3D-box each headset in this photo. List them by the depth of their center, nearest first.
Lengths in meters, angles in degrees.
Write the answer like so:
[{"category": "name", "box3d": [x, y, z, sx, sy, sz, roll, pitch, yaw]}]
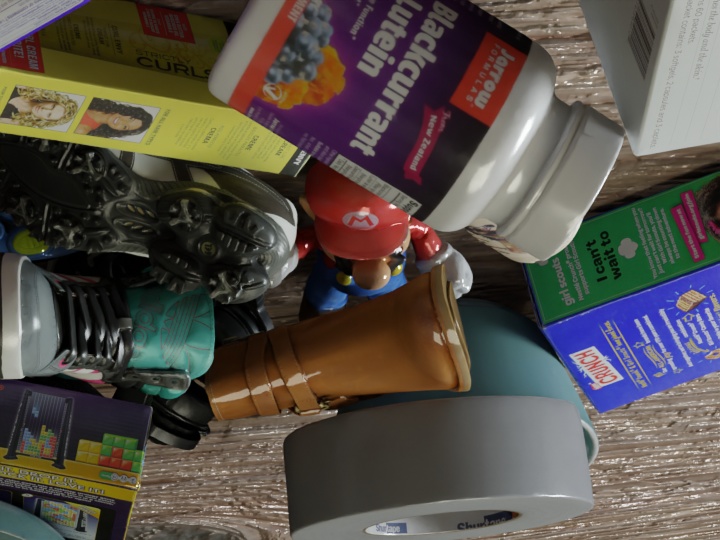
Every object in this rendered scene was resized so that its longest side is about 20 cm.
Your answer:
[{"category": "headset", "box3d": [-0.124, 0.062, 1.235, 0.124, 0.094, 0.200, -48, 162, -23]}]

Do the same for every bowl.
[{"category": "bowl", "box3d": [0.070, 0.092, 1.335, 0.200, 0.105, 0.201, -3, 151, -2]}]

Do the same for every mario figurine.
[{"category": "mario figurine", "box3d": [0.000, 0.000, 1.163, 0.123, 0.106, 0.200, -44, 163, -17]}]

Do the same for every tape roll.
[{"category": "tape roll", "box3d": [0.050, 0.134, 1.190, 0.200, 0.066, 0.200, -6, 166, -1]}]

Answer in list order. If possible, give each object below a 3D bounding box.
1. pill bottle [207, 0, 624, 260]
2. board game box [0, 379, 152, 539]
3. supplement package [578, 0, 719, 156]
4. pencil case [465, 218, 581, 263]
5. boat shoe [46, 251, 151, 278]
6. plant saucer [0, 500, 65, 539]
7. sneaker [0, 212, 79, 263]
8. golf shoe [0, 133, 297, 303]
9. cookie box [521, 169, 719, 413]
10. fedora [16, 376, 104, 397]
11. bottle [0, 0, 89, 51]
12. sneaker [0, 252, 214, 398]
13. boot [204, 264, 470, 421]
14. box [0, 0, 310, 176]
[{"category": "pill bottle", "box3d": [0.031, -0.090, 0.942, 0.200, 0.112, 0.111, 30, 138, -5]}, {"category": "board game box", "box3d": [-0.235, 0.116, 1.116, 0.199, 0.057, 0.165, 12, 153, -7]}, {"category": "supplement package", "box3d": [0.224, -0.175, 0.926, 0.199, 0.151, 0.152, -10, 149, -7]}, {"category": "pencil case", "box3d": [0.063, -0.080, 1.088, 0.078, 0.090, 0.200, -8, 154, 31]}, {"category": "boat shoe", "box3d": [-0.140, -0.010, 1.140, 0.075, 0.060, 0.200, 6, 144, -30]}, {"category": "plant saucer", "box3d": [-0.269, 0.169, 1.140, 0.199, 0.027, 0.200, 6, 153, 3]}, {"category": "sneaker", "box3d": [-0.259, -0.028, 1.070, 0.199, 0.071, 0.083, -7, 169, -15]}, {"category": "golf shoe", "box3d": [-0.128, -0.048, 1.030, 0.200, 0.094, 0.078, 28, 118, 7]}, {"category": "cookie box", "box3d": [0.234, 0.011, 1.312, 0.199, 0.075, 0.171, -21, 149, 12]}, {"category": "fedora", "box3d": [-0.250, 0.113, 1.247, 0.200, 0.092, 0.201, 0, 123, 0]}, {"category": "bottle", "box3d": [-0.210, -0.135, 0.881, 0.200, 0.084, 0.065, -25, 169, 19]}, {"category": "sneaker", "box3d": [-0.145, 0.033, 1.045, 0.120, 0.084, 0.200, -1, 176, -1]}, {"category": "boot", "box3d": [-0.019, 0.049, 1.101, 0.155, 0.077, 0.200, -10, 179, -8]}, {"category": "box", "box3d": [-0.118, -0.104, 0.981, 0.199, 0.075, 0.050, 8, 140, -30]}]
